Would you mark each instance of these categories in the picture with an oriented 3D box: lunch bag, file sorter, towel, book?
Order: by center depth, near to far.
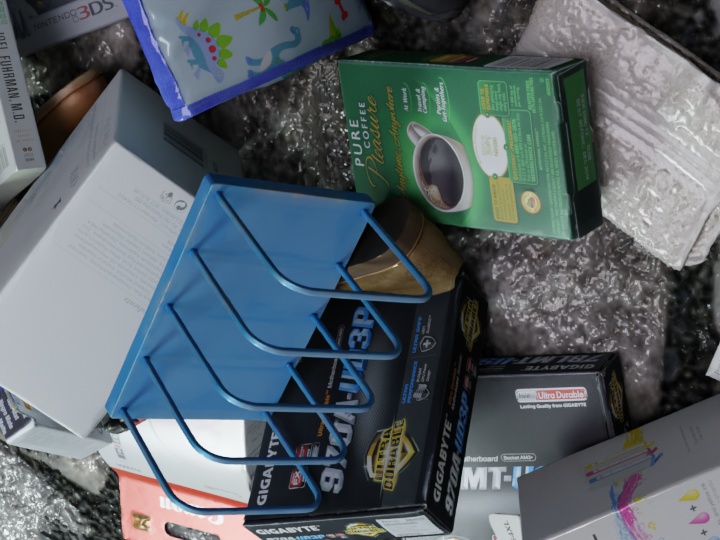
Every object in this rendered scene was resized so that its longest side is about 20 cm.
[{"bbox_3d":[-0.062,0.056,1.056,0.123,0.138,0.201,52,125,42],"label":"file sorter"},{"bbox_3d":[0.184,-0.102,1.073,0.200,0.034,0.133,37,121,12],"label":"towel"},{"bbox_3d":[-0.103,-0.207,1.086,0.127,0.200,0.171,-18,101,33],"label":"lunch bag"},{"bbox_3d":[-0.310,-0.157,1.239,0.133,0.048,0.201,-25,78,56],"label":"book"}]

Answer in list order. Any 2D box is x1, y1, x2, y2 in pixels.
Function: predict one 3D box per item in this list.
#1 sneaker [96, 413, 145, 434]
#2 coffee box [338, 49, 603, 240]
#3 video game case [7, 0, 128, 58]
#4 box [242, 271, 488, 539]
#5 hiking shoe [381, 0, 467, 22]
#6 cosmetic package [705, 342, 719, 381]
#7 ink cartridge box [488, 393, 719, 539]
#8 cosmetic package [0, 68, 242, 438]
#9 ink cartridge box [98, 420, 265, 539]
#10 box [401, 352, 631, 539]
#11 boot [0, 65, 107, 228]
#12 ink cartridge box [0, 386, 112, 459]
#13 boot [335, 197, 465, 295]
[{"bbox_3d":[-0.146,0.061,1.266,0.201,0.098,0.071,-49,66,22],"label":"sneaker"},{"bbox_3d":[0.075,-0.093,1.097,0.199,0.044,0.124,8,116,42],"label":"coffee box"},{"bbox_3d":[-0.256,-0.286,1.243,0.181,0.023,0.201,-13,102,31],"label":"video game case"},{"bbox_3d":[0.006,0.105,1.159,0.158,0.201,0.046,-9,142,31],"label":"box"},{"bbox_3d":[0.023,-0.269,1.070,0.101,0.076,0.200,-35,89,36],"label":"hiking shoe"},{"bbox_3d":[0.308,-0.003,1.035,0.082,0.051,0.201,26,119,18],"label":"cosmetic package"},{"bbox_3d":[0.202,0.194,1.079,0.199,0.125,0.129,-25,101,9],"label":"ink cartridge box"},{"bbox_3d":[-0.193,-0.019,1.159,0.123,0.200,0.200,34,103,-18],"label":"cosmetic package"},{"bbox_3d":[-0.159,0.173,1.353,0.162,0.057,0.201,10,108,24],"label":"ink cartridge box"},{"bbox_3d":[0.119,0.166,1.202,0.199,0.050,0.200,-4,108,28],"label":"box"},{"bbox_3d":[-0.221,-0.057,1.280,0.155,0.077,0.200,42,120,6],"label":"boot"},{"bbox_3d":[-0.292,0.053,1.263,0.040,0.200,0.200,-29,72,5],"label":"ink cartridge box"},{"bbox_3d":[0.000,0.000,1.174,0.075,0.074,0.200,33,157,-28],"label":"boot"}]
